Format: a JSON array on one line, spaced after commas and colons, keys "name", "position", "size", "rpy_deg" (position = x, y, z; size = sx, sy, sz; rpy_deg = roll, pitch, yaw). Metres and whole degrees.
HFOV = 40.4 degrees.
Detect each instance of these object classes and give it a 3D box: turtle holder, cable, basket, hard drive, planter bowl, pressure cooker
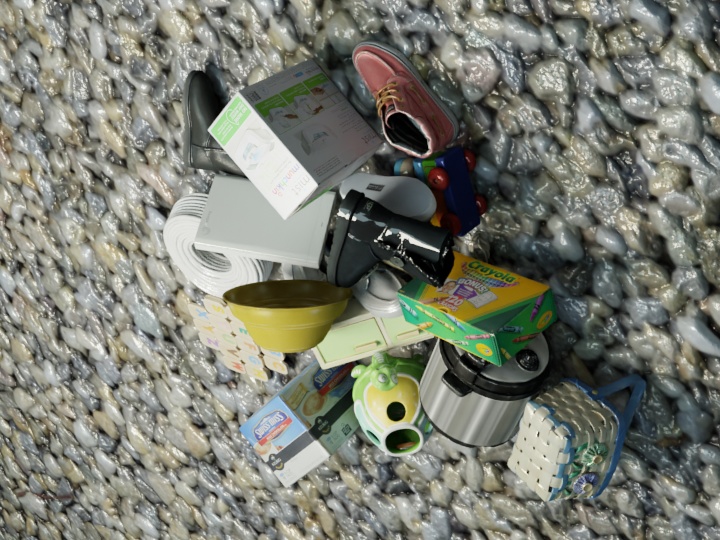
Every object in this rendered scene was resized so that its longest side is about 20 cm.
[{"name": "turtle holder", "position": [0.062, 0.207, 1.553], "size": [0.140, 0.132, 0.186], "rpy_deg": [6, 132, -14]}, {"name": "cable", "position": [-0.242, -0.037, 1.648], "size": [0.199, 0.069, 0.200], "rpy_deg": [35, 145, -6]}, {"name": "basket", "position": [0.322, 0.245, 1.421], "size": [0.139, 0.199, 0.178], "rpy_deg": [38, 131, 40]}, {"name": "hard drive", "position": [-0.148, -0.079, 1.541], "size": [0.198, 0.133, 0.026], "rpy_deg": [9, 152, 6]}, {"name": "planter bowl", "position": [-0.109, 0.074, 1.489], "size": [0.199, 0.200, 0.084], "rpy_deg": [5, 102, 29]}, {"name": "pressure cooker", "position": [0.190, 0.142, 1.446], "size": [0.177, 0.177, 0.201], "rpy_deg": [9, 135, -8]}]

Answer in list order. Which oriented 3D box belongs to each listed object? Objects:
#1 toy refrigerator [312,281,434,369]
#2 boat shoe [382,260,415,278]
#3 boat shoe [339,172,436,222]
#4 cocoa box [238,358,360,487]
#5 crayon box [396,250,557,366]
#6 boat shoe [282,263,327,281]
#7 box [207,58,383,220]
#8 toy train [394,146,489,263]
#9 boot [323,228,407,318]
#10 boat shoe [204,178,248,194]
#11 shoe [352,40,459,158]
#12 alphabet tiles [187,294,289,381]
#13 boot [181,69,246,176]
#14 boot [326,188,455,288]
[{"name": "toy refrigerator", "position": [0.018, 0.087, 1.556], "size": [0.199, 0.070, 0.076], "rpy_deg": [-17, 115, 16]}, {"name": "boat shoe", "position": [0.084, -0.034, 1.505], "size": [0.200, 0.072, 0.072], "rpy_deg": [38, 120, 5]}, {"name": "boat shoe", "position": [0.047, -0.093, 1.437], "size": [0.199, 0.070, 0.066], "rpy_deg": [15, 151, 48]}, {"name": "cocoa box", "position": [-0.080, 0.240, 1.652], "size": [0.131, 0.200, 0.133], "rpy_deg": [50, 128, 1]}, {"name": "crayon box", "position": [0.161, 0.049, 1.372], "size": [0.199, 0.119, 0.059], "rpy_deg": [23, 140, 47]}, {"name": "boat shoe", "position": [-0.074, 0.032, 1.628], "size": [0.065, 0.074, 0.201], "rpy_deg": [-5, 120, 24]}, {"name": "box", "position": [-0.090, -0.199, 1.444], "size": [0.177, 0.200, 0.097], "rpy_deg": [49, 129, 0]}, {"name": "toy train", "position": [0.123, -0.081, 1.456], "size": [0.115, 0.084, 0.201], "rpy_deg": [5, 120, 44]}, {"name": "boot", "position": [0.000, 0.000, 1.513], "size": [0.200, 0.074, 0.096], "rpy_deg": [29, 160, 49]}, {"name": "boat shoe", "position": [-0.186, -0.117, 1.627], "size": [0.199, 0.065, 0.074], "rpy_deg": [-9, 108, 34]}, {"name": "shoe", "position": [0.051, -0.247, 1.403], "size": [0.200, 0.091, 0.072], "rpy_deg": [46, 128, 4]}, {"name": "alphabet tiles", "position": [-0.221, 0.124, 1.754], "size": [0.194, 0.015, 0.201], "rpy_deg": [17, 141, 23]}, {"name": "boot", "position": [-0.188, -0.230, 1.571], "size": [0.199, 0.066, 0.166], "rpy_deg": [11, 110, 25]}, {"name": "boot", "position": [0.043, -0.013, 1.385], "size": [0.167, 0.077, 0.201], "rpy_deg": [26, 144, 11]}]
